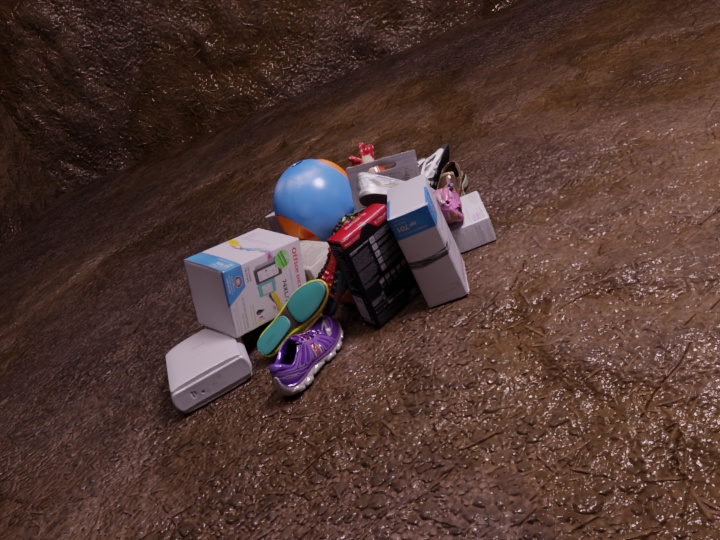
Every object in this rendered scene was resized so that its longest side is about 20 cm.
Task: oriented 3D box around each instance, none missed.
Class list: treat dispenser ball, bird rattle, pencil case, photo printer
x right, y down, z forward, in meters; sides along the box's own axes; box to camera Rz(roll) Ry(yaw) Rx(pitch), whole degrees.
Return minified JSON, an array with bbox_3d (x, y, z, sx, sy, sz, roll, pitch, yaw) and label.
[{"bbox_3d":[-0.106,-0.161,1.676,0.199,0.202,0.201,-21,26,11],"label":"treat dispenser ball"},{"bbox_3d":[0.043,-0.225,1.734,0.112,0.202,0.163,-20,-3,-1],"label":"bird rattle"},{"bbox_3d":[0.109,-0.109,1.455,0.198,0.087,0.083,-18,42,19],"label":"pencil case"},{"bbox_3d":[-0.311,0.184,1.443,0.165,0.070,0.200,-29,26,-6],"label":"photo printer"}]

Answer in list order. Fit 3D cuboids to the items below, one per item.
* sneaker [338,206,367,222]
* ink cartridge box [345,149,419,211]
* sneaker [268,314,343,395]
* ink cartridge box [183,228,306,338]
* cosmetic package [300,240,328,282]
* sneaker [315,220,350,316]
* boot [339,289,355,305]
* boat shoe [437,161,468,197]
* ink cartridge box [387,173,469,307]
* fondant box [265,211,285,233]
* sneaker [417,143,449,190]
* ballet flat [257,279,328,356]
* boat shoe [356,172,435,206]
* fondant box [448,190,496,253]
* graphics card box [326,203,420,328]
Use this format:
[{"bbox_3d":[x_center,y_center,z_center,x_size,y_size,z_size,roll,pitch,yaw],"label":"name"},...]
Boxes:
[{"bbox_3d":[-0.005,-0.099,1.576,0.200,0.082,0.071,125,160,-45],"label":"sneaker"},{"bbox_3d":[0.060,-0.177,1.602,0.161,0.201,0.057,-15,37,1],"label":"ink cartridge box"},{"bbox_3d":[-0.099,0.141,1.311,0.080,0.084,0.200,-7,29,33],"label":"sneaker"},{"bbox_3d":[-0.234,0.020,1.487,0.145,0.148,0.199,14,31,43],"label":"ink cartridge box"},{"bbox_3d":[-0.123,-0.005,1.603,0.199,0.088,0.103,9,44,49],"label":"cosmetic package"},{"bbox_3d":[-0.022,0.006,1.386,0.095,0.202,0.079,6,27,-32],"label":"sneaker"},{"bbox_3d":[0.000,0.000,1.502,0.106,0.075,0.201,-18,27,27],"label":"boot"},{"bbox_3d":[0.204,-0.192,1.662,0.074,0.075,0.203,-16,28,20],"label":"boat shoe"},{"bbox_3d":[0.126,-0.056,1.337,0.085,0.201,0.147,-20,25,13],"label":"ink cartridge box"},{"bbox_3d":[-0.168,-0.157,1.885,0.144,0.059,0.200,-33,9,-12],"label":"fondant box"},{"bbox_3d":[0.156,-0.242,1.735,0.088,0.074,0.201,14,53,25],"label":"sneaker"},{"bbox_3d":[-0.124,0.092,1.391,0.200,0.067,0.067,-47,-24,16],"label":"ballet flat"},{"bbox_3d":[0.085,-0.166,1.501,0.200,0.065,0.074,2,-25,-26],"label":"boat shoe"},{"bbox_3d":[0.174,-0.082,1.507,0.198,0.059,0.145,-21,26,10],"label":"fondant box"},{"bbox_3d":[0.028,-0.008,1.337,0.125,0.201,0.051,-40,31,-26],"label":"graphics card box"}]
